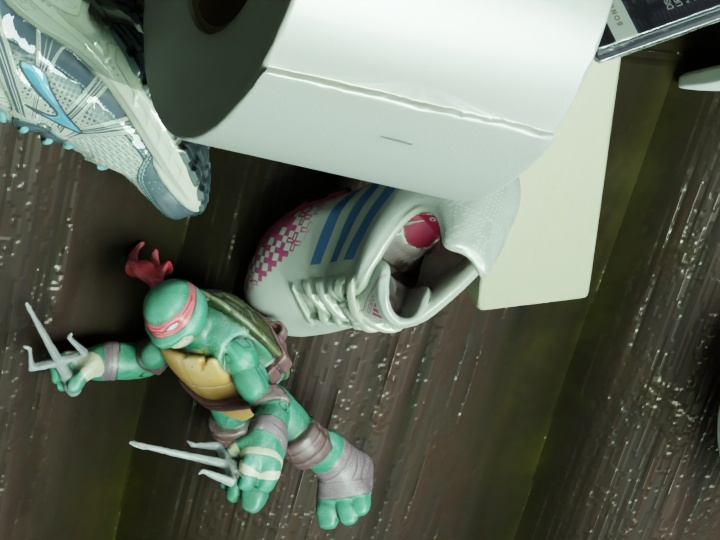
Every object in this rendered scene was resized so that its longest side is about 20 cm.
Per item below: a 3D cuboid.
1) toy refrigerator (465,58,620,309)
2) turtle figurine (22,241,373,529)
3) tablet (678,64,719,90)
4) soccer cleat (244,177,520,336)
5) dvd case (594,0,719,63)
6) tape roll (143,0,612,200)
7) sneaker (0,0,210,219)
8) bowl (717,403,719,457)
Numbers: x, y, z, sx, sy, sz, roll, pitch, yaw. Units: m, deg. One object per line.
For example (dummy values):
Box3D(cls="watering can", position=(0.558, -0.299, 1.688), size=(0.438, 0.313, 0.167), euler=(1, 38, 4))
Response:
Box3D(cls="toy refrigerator", position=(0.089, -0.085, 1.024), size=(0.070, 0.076, 0.200), euler=(-7, 124, -14))
Box3D(cls="turtle figurine", position=(-0.076, 0.064, 1.044), size=(0.101, 0.150, 0.200), euler=(-52, 137, -10))
Box3D(cls="tablet", position=(0.281, -0.108, 1.050), size=(0.200, 0.130, 0.014), euler=(-5, 91, -16))
Box3D(cls="soccer cleat", position=(0.000, 0.000, 1.004), size=(0.070, 0.086, 0.200), euler=(32, 140, -23))
Box3D(cls="dvd case", position=(0.174, -0.189, 0.941), size=(0.200, 0.149, 0.016), euler=(-20, 153, -5))
Box3D(cls="tape roll", position=(0.005, -0.141, 0.879), size=(0.139, 0.203, 0.203), euler=(11, 119, -26))
Box3D(cls="sneaker", position=(-0.144, -0.097, 0.950), size=(0.086, 0.078, 0.200), euler=(-27, 121, 16))
Box3D(cls="bowl", position=(0.270, 0.088, 1.171), size=(0.201, 0.090, 0.202), euler=(-17, 112, -49))
